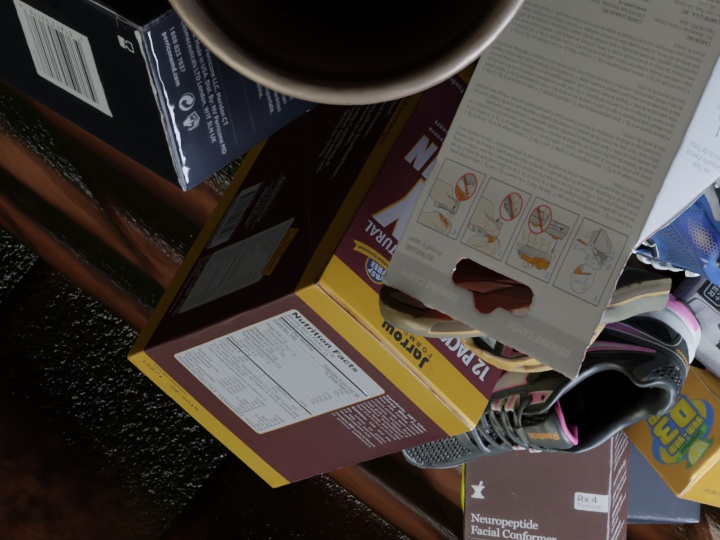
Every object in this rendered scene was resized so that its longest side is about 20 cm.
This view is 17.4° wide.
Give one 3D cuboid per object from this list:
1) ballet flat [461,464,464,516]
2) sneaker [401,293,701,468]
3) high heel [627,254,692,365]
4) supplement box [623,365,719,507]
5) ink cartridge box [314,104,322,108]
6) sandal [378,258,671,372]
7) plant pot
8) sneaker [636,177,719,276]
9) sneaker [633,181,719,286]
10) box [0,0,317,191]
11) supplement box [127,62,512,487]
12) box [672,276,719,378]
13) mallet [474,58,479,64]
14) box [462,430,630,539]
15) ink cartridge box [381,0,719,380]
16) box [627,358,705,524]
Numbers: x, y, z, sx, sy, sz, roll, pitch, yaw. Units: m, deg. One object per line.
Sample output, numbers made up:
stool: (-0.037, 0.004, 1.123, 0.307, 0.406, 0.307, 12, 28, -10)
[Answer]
ballet flat: (0.095, 0.090, 1.580, 0.067, 0.066, 0.202, 14, 114, 60)
sneaker: (0.106, 0.075, 1.403, 0.081, 0.199, 0.087, 53, -154, -23)
high heel: (0.161, 0.006, 1.509, 0.200, 0.096, 0.067, 47, 167, -31)
supplement box: (0.249, 0.116, 1.533, 0.069, 0.067, 0.200, 51, -164, 27)
ink cartridge box: (0.012, -0.109, 1.586, 0.146, 0.084, 0.200, 29, 164, 46)
sandal: (0.094, 0.027, 1.273, 0.199, 0.054, 0.080, -4, -163, -44)
plant pot: (-0.003, -0.187, 1.157, 0.200, 0.200, 0.175, 41, -173, -3)
sneaker: (0.210, -0.008, 1.333, 0.147, 0.081, 0.200, 48, 161, -8)
sneaker: (0.124, -0.028, 1.233, 0.200, 0.089, 0.079, 29, 160, 49)
box: (-0.096, -0.172, 1.359, 0.196, 0.200, 0.118, 31, 146, 41)
supplement box: (0.000, 0.000, 1.426, 0.133, 0.198, 0.199, 43, 145, -21)
box: (0.283, 0.065, 1.431, 0.200, 0.060, 0.117, 41, 169, 2)
mallet: (0.069, -0.139, 1.424, 0.066, 0.041, 0.200, 40, 173, 0)
box: (0.121, 0.118, 1.509, 0.099, 0.202, 0.075, 5, -163, 16)
ink cartridge box: (0.110, -0.057, 1.181, 0.050, 0.201, 0.161, 19, -175, -40)
box: (0.166, 0.106, 1.673, 0.103, 0.149, 0.200, 5, 174, -11)
